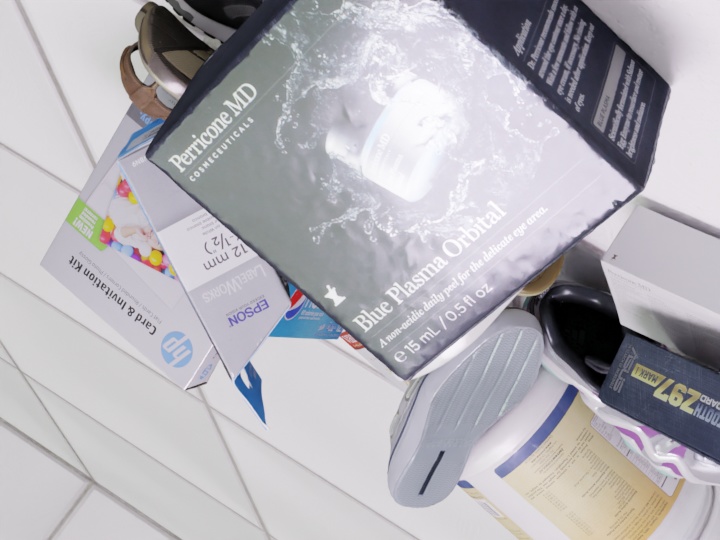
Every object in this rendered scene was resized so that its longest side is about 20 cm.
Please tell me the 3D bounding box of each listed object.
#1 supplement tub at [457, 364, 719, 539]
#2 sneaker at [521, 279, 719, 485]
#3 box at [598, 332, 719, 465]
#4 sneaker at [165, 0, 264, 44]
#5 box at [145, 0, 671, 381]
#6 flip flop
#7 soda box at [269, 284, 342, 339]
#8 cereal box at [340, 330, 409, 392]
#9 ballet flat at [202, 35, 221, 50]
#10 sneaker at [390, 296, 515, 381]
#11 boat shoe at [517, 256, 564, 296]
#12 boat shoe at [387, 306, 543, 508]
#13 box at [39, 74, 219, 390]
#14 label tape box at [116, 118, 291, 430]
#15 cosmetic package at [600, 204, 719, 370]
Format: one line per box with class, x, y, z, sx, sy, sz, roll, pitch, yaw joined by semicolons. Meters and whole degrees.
supplement tub;0.168;0.150;1.373;0.200;0.145;0.144;42;161;-15
sneaker;0.190;0.077;1.221;0.199;0.078;0.140;34;176;6
box;0.264;0.111;1.124;0.199;0.051;0.157;23;-178;-43
sneaker;-0.048;-0.175;1.144;0.200;0.075;0.088;42;131;17
box;0.026;-0.081;0.988;0.200;0.118;0.196;41;125;-11
flip flop;-0.121;-0.125;1.143;0.081;0.058;0.200;41;-177;-18
soda box;-0.061;0.010;1.451;0.064;0.068;0.200;31;-173;18
cereal box;0.073;0.088;1.562;0.200;0.040;0.144;40;161;-9
ballet flat;-0.067;-0.127;1.237;0.072;0.072;0.200;47;-171;-28
sneaker;0.057;-0.030;1.134;0.118;0.201;0.074;40;-157;-4
boat shoe;0.053;-0.051;1.228;0.200;0.074;0.063;33;174;14
boat shoe;0.060;0.082;1.267;0.073;0.067;0.201;8;134;-26
box;-0.128;-0.040;1.341;0.156;0.201;0.041;39;-160;15
label tape box;-0.088;-0.008;1.222;0.201;0.066;0.143;62;-178;-11
cosmetic package;0.246;0.033;1.100;0.199;0.051;0.083;26;162;29
